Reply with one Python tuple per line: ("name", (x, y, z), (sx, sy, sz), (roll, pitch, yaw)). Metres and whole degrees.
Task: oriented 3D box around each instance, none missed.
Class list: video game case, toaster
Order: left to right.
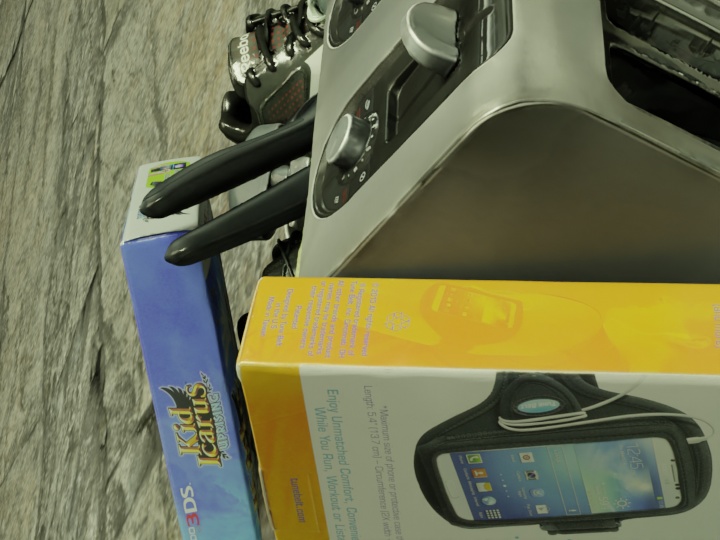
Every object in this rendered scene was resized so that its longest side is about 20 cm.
("video game case", (-0.095, 0.051, 0.903), (0.181, 0.045, 0.202), (-105, 5, -73))
("toaster", (0.087, -0.046, 0.509), (0.119, 0.198, 0.182), (-49, 25, 42))

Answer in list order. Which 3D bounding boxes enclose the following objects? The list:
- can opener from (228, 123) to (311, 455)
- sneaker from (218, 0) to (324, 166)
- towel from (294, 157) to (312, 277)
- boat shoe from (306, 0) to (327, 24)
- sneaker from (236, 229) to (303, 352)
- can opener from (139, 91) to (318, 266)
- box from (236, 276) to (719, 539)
("can opener", (-0.048, 0.012, 0.915), (0.066, 0.053, 0.203), (1, 79, 25))
("sneaker", (-0.025, -0.133, 0.936), (0.201, 0.097, 0.071), (-51, 30, 43))
("towel", (0.027, 0.029, 0.710), (0.147, 0.036, 0.203), (-2, 75, 36))
("boat shoe", (0.002, -0.145, 0.818), (0.073, 0.061, 0.201), (63, -170, -51))
("sneaker", (0.000, 0.000, 0.800), (0.201, 0.090, 0.076), (-57, 27, 36))
("can opener", (-0.031, -0.056, 0.814), (0.200, 0.064, 0.079), (-37, -2, -39))
("box", (0.070, 0.058, 0.456), (0.042, 0.197, 0.120), (-82, -11, -46))
